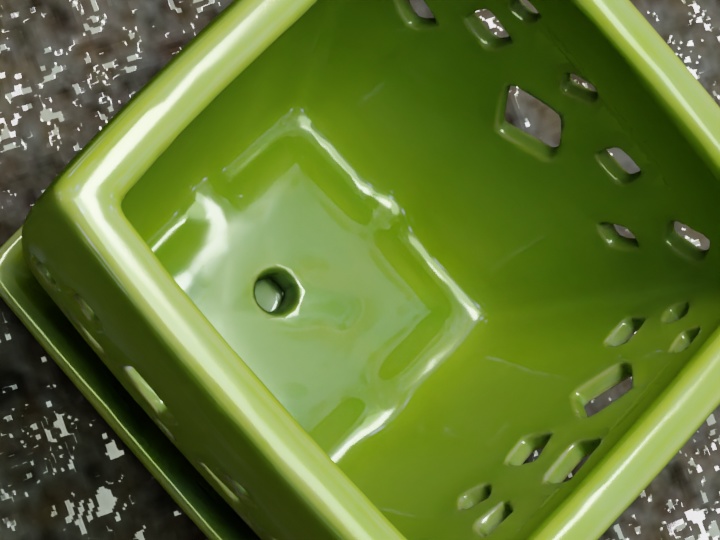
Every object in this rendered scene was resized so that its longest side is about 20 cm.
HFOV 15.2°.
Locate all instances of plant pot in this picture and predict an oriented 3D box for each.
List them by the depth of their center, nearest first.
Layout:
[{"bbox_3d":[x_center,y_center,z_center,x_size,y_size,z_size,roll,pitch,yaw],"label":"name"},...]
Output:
[{"bbox_3d":[0.000,0.000,0.921,0.199,0.181,0.200,-44,99,-23],"label":"plant pot"}]
